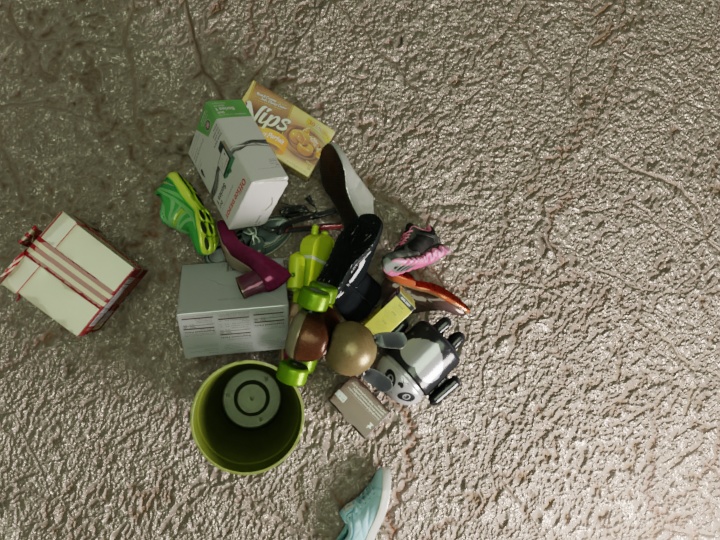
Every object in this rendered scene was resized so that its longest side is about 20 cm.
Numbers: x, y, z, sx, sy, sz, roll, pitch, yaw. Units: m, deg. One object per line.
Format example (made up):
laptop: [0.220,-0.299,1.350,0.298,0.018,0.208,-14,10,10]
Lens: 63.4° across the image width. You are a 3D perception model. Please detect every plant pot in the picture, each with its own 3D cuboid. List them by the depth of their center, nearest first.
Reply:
plant pot: [-0.213,0.262,1.124,0.199,0.193,0.202,0,89,-9]

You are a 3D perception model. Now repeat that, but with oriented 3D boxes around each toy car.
toy car: [-0.025,0.130,1.025,0.199,0.158,0.165,18,97,5]

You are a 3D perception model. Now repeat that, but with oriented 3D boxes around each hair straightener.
hair straightener: [-0.116,-0.117,1.209,0.199,0.041,0.078,-9,88,-22]

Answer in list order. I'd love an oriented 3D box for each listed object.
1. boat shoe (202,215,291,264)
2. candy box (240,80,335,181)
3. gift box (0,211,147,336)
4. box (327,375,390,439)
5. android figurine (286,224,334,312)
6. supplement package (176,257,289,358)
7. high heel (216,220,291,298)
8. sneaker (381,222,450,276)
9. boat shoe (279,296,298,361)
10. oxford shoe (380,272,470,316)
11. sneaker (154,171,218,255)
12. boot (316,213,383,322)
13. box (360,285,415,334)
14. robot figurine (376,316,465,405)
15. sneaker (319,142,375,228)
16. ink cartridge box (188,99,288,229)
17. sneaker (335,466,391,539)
boat shoe: [-0.229,-0.057,1.198,0.199,0.062,0.073,-25,92,-9]
candy box: [-0.167,-0.289,1.219,0.199,0.055,0.116,31,84,-6]
gift box: [-0.542,0.012,1.088,0.186,0.184,0.200,40,77,-7]
box: [-0.004,0.267,1.144,0.075,0.200,0.100,-44,81,-8]
android figurine: [-0.089,0.012,1.164,0.041,0.182,0.202,1,81,22]
supplement package: [-0.242,0.069,1.130,0.198,0.156,0.112,-4,126,-9]
high heel: [-0.209,-0.033,1.116,0.096,0.068,0.201,-21,59,-15]
sneaker: [0.103,-0.050,1.214,0.199,0.079,0.096,-15,80,-49]
boat shoe: [-0.125,0.135,1.204,0.073,0.069,0.202,10,87,-8]
oxford shoe: [0.137,0.063,1.256,0.199,0.071,0.073,23,102,-1]
sneaker: [-0.348,-0.103,1.167,0.083,0.074,0.201,-37,67,9]
boot: [0.000,0.000,1.183,0.076,0.168,0.201,29,83,29]
box: [0.026,0.121,1.201,0.200,0.075,0.050,-44,94,10]
robot figurine: [0.125,0.186,1.212,0.200,0.150,0.125,-42,134,-8]
sneaker: [-0.022,-0.169,1.212,0.084,0.073,0.201,-22,93,-49]
ink cartridge box: [-0.237,-0.201,1.116,0.084,0.146,0.201,-15,65,-39]
sneaker: [0.003,0.499,1.210,0.081,0.074,0.201,21,84,-10]
